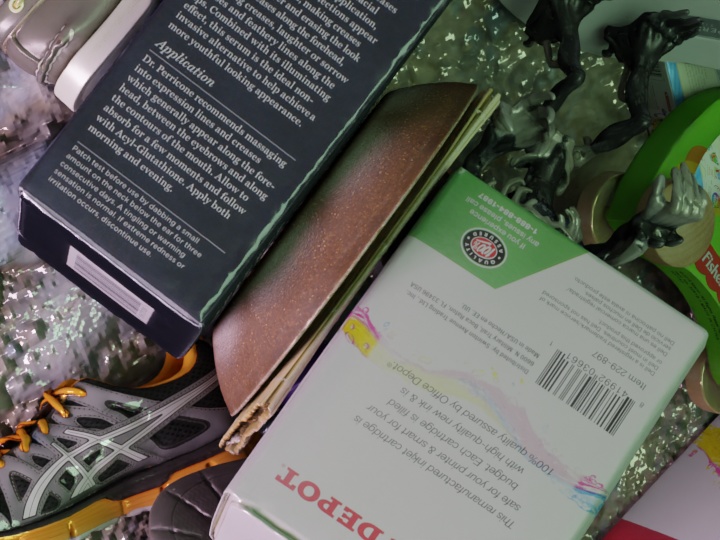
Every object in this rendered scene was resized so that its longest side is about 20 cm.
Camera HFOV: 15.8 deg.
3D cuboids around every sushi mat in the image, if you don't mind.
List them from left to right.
[{"bbox_3d":[0.000,0.000,1.249,0.012,0.096,0.200,37,70,-2],"label":"sushi mat"}]

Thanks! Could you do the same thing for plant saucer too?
[{"bbox_3d":[-0.016,-0.019,1.258,0.037,0.200,0.200,37,79,-2],"label":"plant saucer"}]

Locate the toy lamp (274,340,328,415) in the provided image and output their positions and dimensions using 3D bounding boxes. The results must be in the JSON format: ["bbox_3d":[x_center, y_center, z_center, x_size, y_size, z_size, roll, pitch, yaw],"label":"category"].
[{"bbox_3d":[0.005,0.132,1.376,0.058,0.058,0.200,-38,113,-18],"label":"toy lamp"}]

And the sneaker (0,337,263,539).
[{"bbox_3d":[-0.145,0.093,1.281,0.200,0.078,0.077,-20,95,-29],"label":"sneaker"}]

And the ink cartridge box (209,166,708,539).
[{"bbox_3d":[0.045,0.078,1.205,0.145,0.088,0.200,34,66,4],"label":"ink cartridge box"}]

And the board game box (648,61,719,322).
[{"bbox_3d":[0.236,-0.060,1.482,0.134,0.034,0.200,-23,109,-24],"label":"board game box"}]

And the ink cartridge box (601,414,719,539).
[{"bbox_3d":[0.259,0.164,1.472,0.200,0.145,0.145,-45,116,-16],"label":"ink cartridge box"}]

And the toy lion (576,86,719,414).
[{"bbox_3d":[0.235,-0.025,1.437,0.192,0.069,0.200,-50,120,-21],"label":"toy lion"}]

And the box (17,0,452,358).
[{"bbox_3d":[-0.063,-0.073,1.231,0.107,0.148,0.200,37,79,-2],"label":"box"}]

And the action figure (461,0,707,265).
[{"bbox_3d":[0.106,-0.053,1.309,0.119,0.102,0.200,25,69,-20],"label":"action figure"}]

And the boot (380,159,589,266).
[{"bbox_3d":[0.072,-0.011,1.396,0.097,0.075,0.200,-38,106,-47],"label":"boot"}]

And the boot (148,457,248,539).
[{"bbox_3d":[-0.013,0.141,1.301,0.200,0.151,0.073,-11,65,-15],"label":"boot"}]

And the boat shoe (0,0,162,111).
[{"bbox_3d":[-0.099,-0.168,1.255,0.060,0.072,0.202,36,68,4],"label":"boat shoe"}]

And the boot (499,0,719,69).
[{"bbox_3d":[0.169,-0.165,1.408,0.200,0.096,0.074,15,133,-4],"label":"boot"}]
